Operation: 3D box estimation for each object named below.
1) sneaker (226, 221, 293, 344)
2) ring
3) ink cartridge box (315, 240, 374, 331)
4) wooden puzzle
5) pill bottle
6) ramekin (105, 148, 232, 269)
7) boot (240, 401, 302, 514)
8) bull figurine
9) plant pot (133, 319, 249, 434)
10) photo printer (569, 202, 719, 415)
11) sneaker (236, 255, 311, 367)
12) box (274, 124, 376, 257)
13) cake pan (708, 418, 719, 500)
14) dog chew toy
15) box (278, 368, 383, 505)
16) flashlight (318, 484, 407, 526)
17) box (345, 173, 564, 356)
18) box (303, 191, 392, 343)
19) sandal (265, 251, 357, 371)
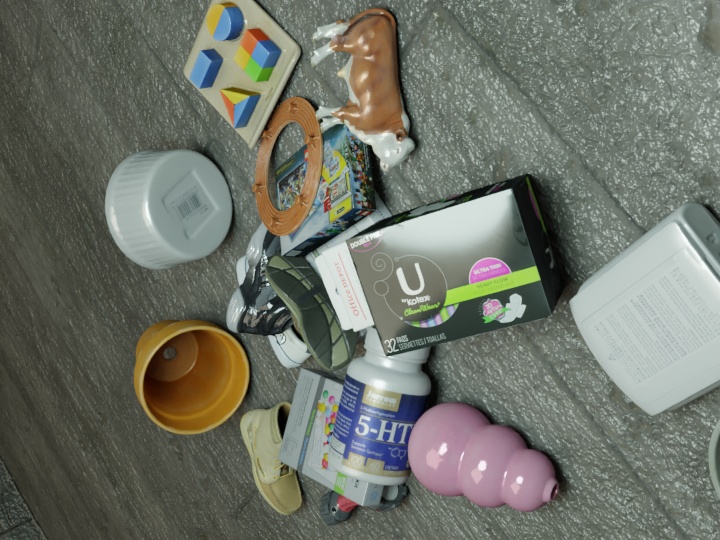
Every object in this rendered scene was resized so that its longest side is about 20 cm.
[{"bbox_3d":[-0.124,0.015,1.392,0.114,0.075,0.200,19,88,13],"label":"sneaker"},{"bbox_3d":[-0.111,-0.150,1.295,0.200,0.019,0.201,-15,72,56],"label":"ring"},{"bbox_3d":[0.031,0.003,1.164,0.200,0.067,0.117,-23,91,23],"label":"ink cartridge box"},{"bbox_3d":[-0.189,-0.308,1.327,0.200,0.046,0.185,50,131,21],"label":"wooden puzzle"},{"bbox_3d":[0.032,0.181,1.242,0.120,0.120,0.200,17,96,44],"label":"pill bottle"},{"bbox_3d":[-0.305,-0.104,1.469,0.098,0.200,0.201,-5,105,42],"label":"ramekin"},{"bbox_3d":[-0.130,0.330,1.579,0.155,0.073,0.200,-26,82,54],"label":"boot"},{"bbox_3d":[0.004,-0.224,1.133,0.121,0.065,0.201,-3,101,6],"label":"bull figurine"},{"bbox_3d":[-0.329,0.173,1.654,0.183,0.200,0.201,26,129,59],"label":"plant pot"},{"bbox_3d":[0.316,0.050,0.923,0.167,0.069,0.200,55,141,13],"label":"photo printer"},{"bbox_3d":[-0.129,0.056,1.455,0.071,0.073,0.200,-32,84,29],"label":"sneaker"},{"bbox_3d":[-0.054,-0.113,1.253,0.200,0.038,0.137,-29,62,52],"label":"box"},{"bbox_3d":[0.443,0.205,0.879,0.200,0.037,0.201,25,125,40],"label":"cake pan"},{"bbox_3d":[0.161,0.250,1.169,0.200,0.124,0.125,17,121,35],"label":"dog chew toy"},{"bbox_3d":[-0.034,0.254,1.394,0.200,0.041,0.156,17,93,43],"label":"box"},{"bbox_3d":[-0.003,0.372,1.457,0.200,0.068,0.068,-41,72,49],"label":"flashlight"},{"bbox_3d":[0.112,-0.007,1.028,0.200,0.124,0.149,-17,98,23],"label":"box"},{"bbox_3d":[0.000,0.000,1.288,0.156,0.041,0.200,57,141,12],"label":"box"},{"bbox_3d":[-0.070,0.058,1.318,0.201,0.080,0.057,57,159,22],"label":"sandal"}]
